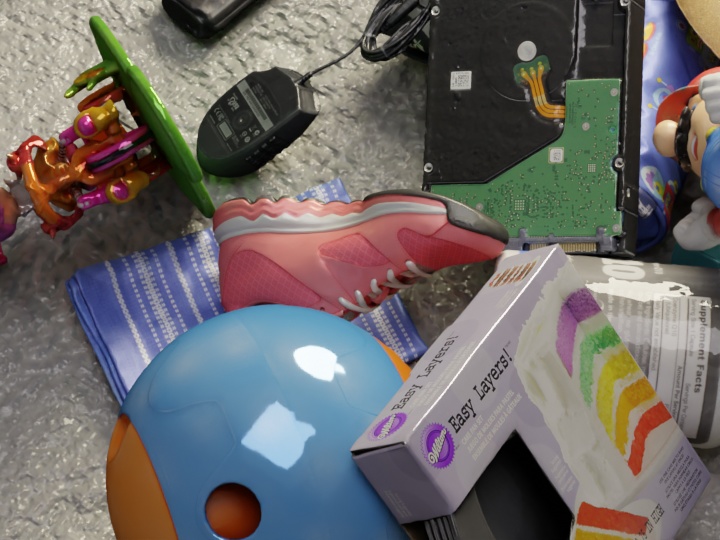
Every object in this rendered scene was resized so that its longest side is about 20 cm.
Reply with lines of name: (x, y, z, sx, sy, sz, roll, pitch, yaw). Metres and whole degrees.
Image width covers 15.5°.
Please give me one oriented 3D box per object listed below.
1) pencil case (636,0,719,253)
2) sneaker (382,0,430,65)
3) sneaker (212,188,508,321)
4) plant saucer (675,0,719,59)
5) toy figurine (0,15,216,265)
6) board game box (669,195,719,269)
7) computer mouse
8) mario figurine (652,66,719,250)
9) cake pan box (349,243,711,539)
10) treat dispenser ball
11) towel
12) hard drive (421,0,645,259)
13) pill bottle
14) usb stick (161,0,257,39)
pencil case: (0.189, -0.107, 1.752, 0.078, 0.087, 0.200, -3, 52, 36)
sneaker: (0.074, -0.145, 1.774, 0.129, 0.080, 0.199, -4, 61, -1)
sneaker: (0.000, 0.000, 1.656, 0.200, 0.074, 0.087, -2, 77, 25)
plant saucer: (0.298, -0.170, 1.762, 0.200, 0.035, 0.200, 23, 37, -18)
toy figurine: (-0.203, -0.050, 1.665, 0.184, 0.200, 0.150, -32, 102, -6)
board game box: (0.325, -0.014, 1.723, 0.200, 0.047, 0.151, 30, 63, 14)
computer mouse: (-0.025, -0.127, 1.751, 0.200, 0.034, 0.059, -34, 50, 7)
mario figurine: (0.217, -0.063, 1.623, 0.106, 0.124, 0.200, 32, 19, -17)
cake pan box: (0.100, 0.114, 1.510, 0.184, 0.052, 0.200, 55, 48, -15)
treat dispenser ball: (-0.049, 0.120, 1.541, 0.200, 0.201, 0.201, 1, 59, -2)
towel: (-0.075, 0.028, 1.698, 0.200, 0.024, 0.145, -20, 63, -14)
hard drive: (0.111, -0.107, 1.687, 0.139, 0.038, 0.200, -1, 81, 24)
pill bottle: (0.179, 0.051, 1.641, 0.200, 0.114, 0.114, 5, 59, 1)
usb stick: (-0.056, -0.233, 1.848, 0.055, 0.033, 0.200, 37, 65, 26)
